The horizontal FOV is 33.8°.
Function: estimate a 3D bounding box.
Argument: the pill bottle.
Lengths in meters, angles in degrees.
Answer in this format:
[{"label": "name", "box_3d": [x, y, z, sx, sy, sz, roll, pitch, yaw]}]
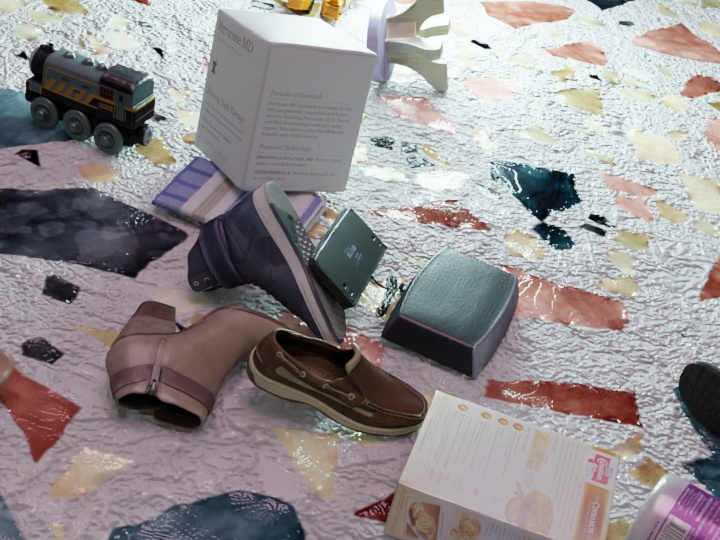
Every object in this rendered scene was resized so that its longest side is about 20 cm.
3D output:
[{"label": "pill bottle", "box_3d": [0.350, 0.285, 1.105, 0.200, 0.112, 0.112, 29, 37, 22]}]

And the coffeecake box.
[{"label": "coffeecake box", "box_3d": [0.143, 0.219, 1.166, 0.200, 0.073, 0.154, 19, 33, 8]}]

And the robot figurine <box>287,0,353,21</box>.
[{"label": "robot figurine", "box_3d": [-0.064, -0.527, 2.213, 0.145, 0.058, 0.200, 16, 34, 2]}]

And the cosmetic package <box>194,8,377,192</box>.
[{"label": "cosmetic package", "box_3d": [-0.105, -0.229, 1.599, 0.166, 0.200, 0.167, -1, 27, -32]}]

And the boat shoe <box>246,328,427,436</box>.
[{"label": "boat shoe", "box_3d": [-0.015, 0.114, 1.235, 0.202, 0.075, 0.075, 18, 43, -16]}]

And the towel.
[{"label": "towel", "box_3d": [-0.155, -0.087, 1.562, 0.200, 0.024, 0.147, 19, 33, 9]}]

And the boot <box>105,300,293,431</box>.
[{"label": "boot", "box_3d": [-0.167, 0.105, 1.246, 0.200, 0.070, 0.146, 10, 41, -11]}]

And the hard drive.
[{"label": "hard drive", "box_3d": [0.117, 0.043, 1.443, 0.135, 0.042, 0.200, 24, 35, 11]}]

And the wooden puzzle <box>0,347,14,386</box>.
[{"label": "wooden puzzle", "box_3d": [-0.465, 0.117, 1.137, 0.185, 0.046, 0.200, 23, 39, 15]}]

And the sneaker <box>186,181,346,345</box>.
[{"label": "sneaker", "box_3d": [-0.114, 0.018, 1.380, 0.203, 0.146, 0.077, 62, 19, 1]}]

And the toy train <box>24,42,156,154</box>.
[{"label": "toy train", "box_3d": [-0.372, -0.240, 1.630, 0.200, 0.114, 0.085, 22, 34, 14]}]

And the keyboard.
[{"label": "keyboard", "box_3d": [0.000, 0.000, 1.430, 0.127, 0.021, 0.200, 47, 24, -7]}]

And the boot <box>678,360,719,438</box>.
[{"label": "boot", "box_3d": [0.476, 0.160, 1.389, 0.200, 0.070, 0.132, 38, 36, 15]}]

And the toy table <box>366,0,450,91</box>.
[{"label": "toy table", "box_3d": [0.084, -0.384, 1.969, 0.117, 0.184, 0.200, 0, 40, 11]}]
